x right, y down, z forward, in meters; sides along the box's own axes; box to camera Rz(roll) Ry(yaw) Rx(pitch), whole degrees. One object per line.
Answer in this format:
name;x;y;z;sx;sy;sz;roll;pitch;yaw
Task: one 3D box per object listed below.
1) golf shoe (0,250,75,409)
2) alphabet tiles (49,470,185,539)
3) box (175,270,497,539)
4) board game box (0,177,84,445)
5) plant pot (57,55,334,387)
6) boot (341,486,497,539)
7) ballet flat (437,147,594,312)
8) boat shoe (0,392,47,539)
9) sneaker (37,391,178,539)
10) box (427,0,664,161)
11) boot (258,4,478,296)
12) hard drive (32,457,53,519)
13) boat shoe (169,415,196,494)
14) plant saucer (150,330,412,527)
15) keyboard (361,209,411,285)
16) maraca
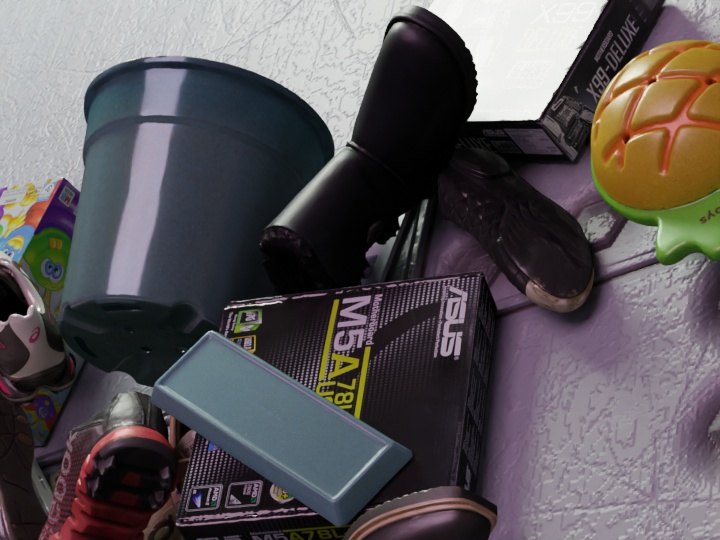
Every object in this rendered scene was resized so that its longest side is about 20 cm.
golf shoe;-0.280;0.015;1.707;0.077;0.088;0.200;-27;46;-22
alphabet tiles;-0.181;0.186;1.656;0.167;0.008;0.200;-39;34;10
box;-0.012;0.096;1.488;0.193;0.048;0.200;-8;46;20
board game box;-0.285;0.037;1.841;0.103;0.105;0.200;-7;50;43
plant pot;-0.136;-0.027;1.683;0.200;0.200;0.196;-13;52;38
boot;0.010;0.232;1.353;0.200;0.077;0.138;-40;35;31
ballet flat;0.110;-0.022;1.541;0.066;0.057;0.200;-6;31;-18
boat shoe;-0.289;0.155;1.669;0.073;0.074;0.200;-32;48;16
sneaker;-0.184;0.164;1.571;0.098;0.071;0.201;-97;30;-49
box;0.113;-0.158;1.669;0.200;0.050;0.158;5;58;50
boot;0.003;-0.070;1.567;0.076;0.200;0.168;32;59;15
hard drive;-0.317;0.235;1.725;0.200;0.027;0.132;-46;33;3
boat shoe;-0.105;0.136;1.567;0.074;0.066;0.200;-29;36;7
plant saucer;-0.057;0.098;1.462;0.070;0.019;0.200;-44;48;-19
keyboard;0.000;0.000;1.661;0.056;0.011;0.200;-6;50;37
maraca;0.216;-0.076;1.418;0.137;0.107;0.200;-37;35;11
